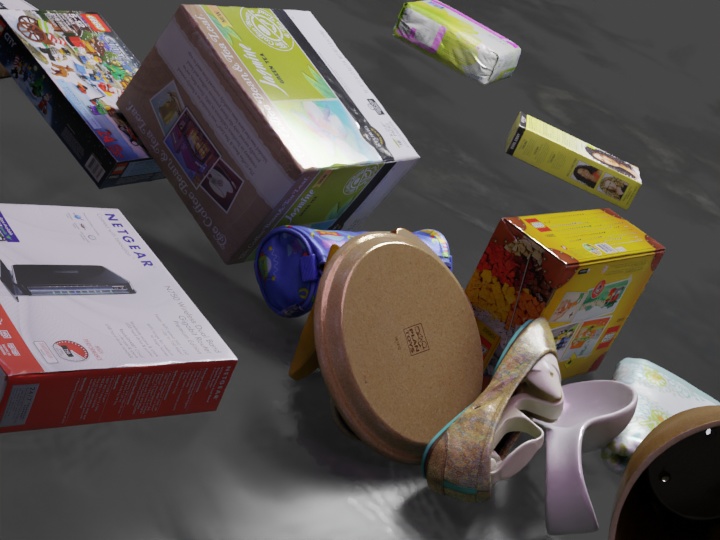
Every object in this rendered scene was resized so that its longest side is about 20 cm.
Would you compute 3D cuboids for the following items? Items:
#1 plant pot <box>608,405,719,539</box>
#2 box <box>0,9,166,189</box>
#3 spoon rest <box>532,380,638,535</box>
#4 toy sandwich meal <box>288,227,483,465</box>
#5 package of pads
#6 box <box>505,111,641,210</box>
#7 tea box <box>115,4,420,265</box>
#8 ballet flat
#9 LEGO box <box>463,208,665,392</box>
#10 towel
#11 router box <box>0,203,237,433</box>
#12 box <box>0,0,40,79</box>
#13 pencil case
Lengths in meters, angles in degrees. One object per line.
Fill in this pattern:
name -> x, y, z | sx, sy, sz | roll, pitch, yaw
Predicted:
plant pot -> 0.274, 0.177, 0.872 | 0.185, 0.188, 0.200 | 27, 11, 4
box -> -0.254, -0.171, 1.124 | 0.200, 0.038, 0.136 | 50, 31, 13
spoon rest -> 0.178, 0.136, 0.954 | 0.098, 0.061, 0.200 | -9, 20, 18
toy sandwich meal -> 0.022, 0.058, 0.926 | 0.204, 0.070, 0.208 | 19, 62, -40
package of pads -> 0.166, -0.395, 1.991 | 0.199, 0.069, 0.154 | 31, 25, 13
box -> 0.311, -0.161, 1.693 | 0.198, 0.050, 0.075 | 24, 25, -3
tea box -> -0.086, -0.133, 1.102 | 0.201, 0.134, 0.196 | 53, 34, 15
ballet flat -> 0.121, 0.110, 0.905 | 0.070, 0.071, 0.200 | 33, 46, 15
LEGO box -> 0.179, 0.028, 1.077 | 0.077, 0.150, 0.199 | 40, 27, 29
towel -> 0.316, 0.168, 1.058 | 0.199, 0.048, 0.171 | 28, 24, 4
router box -> -0.213, 0.026, 0.824 | 0.178, 0.049, 0.200 | 0, 35, -44
box -> -0.408, -0.238, 1.139 | 0.116, 0.061, 0.200 | 33, 25, 14
pencil case -> 0.000, 0.000, 1.039 | 0.199, 0.079, 0.086 | -1, 0, -44
